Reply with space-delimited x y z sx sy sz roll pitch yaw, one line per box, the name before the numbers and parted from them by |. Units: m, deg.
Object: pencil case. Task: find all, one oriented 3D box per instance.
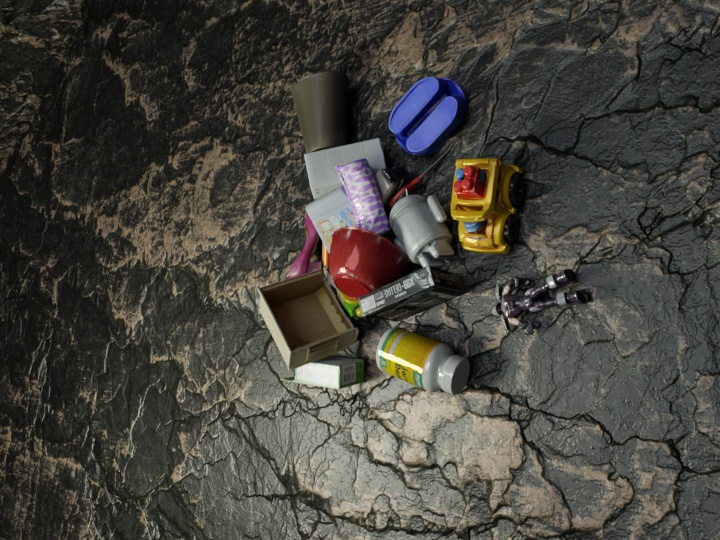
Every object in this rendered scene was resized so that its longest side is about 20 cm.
pencil case | 0.006 -0.172 1.444 0.084 0.085 0.202 -22 89 57

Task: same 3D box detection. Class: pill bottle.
pill bottle | 0.143 0.208 1.356 0.199 0.112 0.114 17 92 36

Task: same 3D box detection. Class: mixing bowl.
mixing bowl | 0.000 0.000 1.426 0.199 0.200 0.109 5 57 37

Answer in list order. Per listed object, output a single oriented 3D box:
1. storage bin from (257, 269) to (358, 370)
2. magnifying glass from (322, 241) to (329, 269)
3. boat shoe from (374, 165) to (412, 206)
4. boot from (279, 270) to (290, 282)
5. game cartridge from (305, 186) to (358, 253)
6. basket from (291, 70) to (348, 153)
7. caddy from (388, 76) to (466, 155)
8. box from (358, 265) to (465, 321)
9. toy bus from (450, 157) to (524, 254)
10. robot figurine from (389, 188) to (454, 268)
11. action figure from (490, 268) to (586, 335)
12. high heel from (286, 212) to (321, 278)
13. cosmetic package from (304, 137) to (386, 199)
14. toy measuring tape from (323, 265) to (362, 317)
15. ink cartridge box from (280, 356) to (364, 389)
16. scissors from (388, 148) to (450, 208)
storage bin | -0.132 0.119 1.506 0.201 0.197 0.094 57 151 30
magnifying glass | -0.092 -0.101 1.596 0.079 0.022 0.202 28 122 57
boat shoe | 0.061 -0.188 1.518 0.075 0.092 0.200 60 145 15
boot | -0.159 0.117 1.624 0.200 0.065 0.166 44 115 36
game cartridge | -0.040 -0.105 1.527 0.132 0.042 0.201 -24 101 28
basket | -0.100 -0.412 1.634 0.179 0.135 0.202 -16 76 37
caddy | 0.163 -0.374 1.449 0.200 0.105 0.142 -45 82 21
box | 0.119 0.058 1.373 0.199 0.157 0.050 -26 68 30
toy bus | 0.255 -0.147 1.286 0.135 0.191 0.202 7 88 35
robot figurine | 0.141 -0.097 1.409 0.170 0.112 0.201 -50 56 34
action figure | 0.360 0.065 1.252 0.199 0.069 0.131 -22 76 36
high heel | -0.160 -0.074 1.629 0.095 0.068 0.202 -3 71 -8
cosmetic package | -0.036 -0.262 1.535 0.198 0.071 0.102 -12 72 0
toy measuring tape | -0.029 0.047 1.547 0.074 0.073 0.200 -52 46 18
ink cartridge box | -0.099 0.256 1.529 0.198 0.103 0.060 0 91 37
scissors | 0.144 -0.225 1.456 0.200 0.073 0.014 -47 71 19
